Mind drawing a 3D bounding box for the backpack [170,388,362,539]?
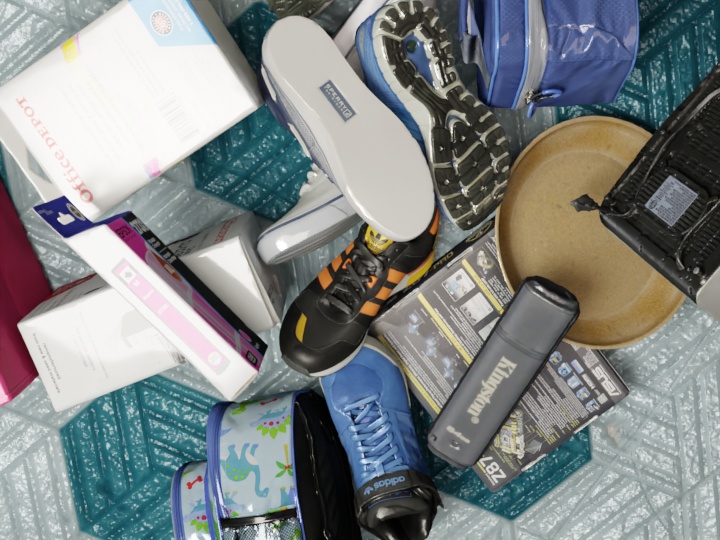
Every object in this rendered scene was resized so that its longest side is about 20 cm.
[{"bbox_3d":[-0.082,0.209,1.015,0.146,0.183,0.202,-9,81,8],"label":"backpack"}]

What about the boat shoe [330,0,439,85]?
[{"bbox_3d":[0.033,-0.219,0.993,0.065,0.074,0.200,38,110,-11],"label":"boat shoe"}]

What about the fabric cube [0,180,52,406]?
[{"bbox_3d":[-0.387,0.027,0.971,0.195,0.200,0.201,-22,99,5],"label":"fabric cube"}]

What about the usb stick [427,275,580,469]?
[{"bbox_3d":[0.119,0.090,0.996,0.055,0.033,0.201,28,120,-2],"label":"usb stick"}]

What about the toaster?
[{"bbox_3d":[0.299,-0.057,0.921,0.118,0.200,0.181,35,100,-29],"label":"toaster"}]

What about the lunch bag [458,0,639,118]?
[{"bbox_3d":[0.144,-0.220,0.935,0.131,0.136,0.202,0,77,1],"label":"lunch bag"}]

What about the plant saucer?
[{"bbox_3d":[0.203,-0.032,1.021,0.198,0.035,0.202,1,88,-17],"label":"plant saucer"}]

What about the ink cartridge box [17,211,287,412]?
[{"bbox_3d":[-0.170,0.030,1.000,0.199,0.144,0.084,-21,101,3],"label":"ink cartridge box"}]

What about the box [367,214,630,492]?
[{"bbox_3d":[0.123,0.077,1.061,0.161,0.049,0.200,-38,99,5],"label":"box"}]

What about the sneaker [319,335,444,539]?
[{"bbox_3d":[0.019,0.156,1.012,0.076,0.112,0.201,-16,125,0],"label":"sneaker"}]

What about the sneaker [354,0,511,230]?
[{"bbox_3d":[0.056,-0.126,0.958,0.078,0.089,0.201,-32,110,-18],"label":"sneaker"}]

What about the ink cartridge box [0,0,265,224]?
[{"bbox_3d":[-0.195,-0.139,0.974,0.199,0.125,0.129,-32,100,7],"label":"ink cartridge box"}]

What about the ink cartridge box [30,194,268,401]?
[{"bbox_3d":[-0.153,0.009,0.874,0.200,0.095,0.037,43,97,-6],"label":"ink cartridge box"}]

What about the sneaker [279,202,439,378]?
[{"bbox_3d":[0.000,0.000,0.973,0.070,0.200,0.090,32,143,17],"label":"sneaker"}]

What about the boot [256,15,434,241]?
[{"bbox_3d":[-0.013,-0.107,0.942,0.072,0.090,0.201,-31,87,-15],"label":"boot"}]

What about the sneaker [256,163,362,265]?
[{"bbox_3d":[-0.017,-0.077,1.000,0.199,0.073,0.071,-35,84,-24],"label":"sneaker"}]

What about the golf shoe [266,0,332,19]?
[{"bbox_3d":[-0.002,-0.279,0.969,0.200,0.088,0.077,-47,63,31],"label":"golf shoe"}]
